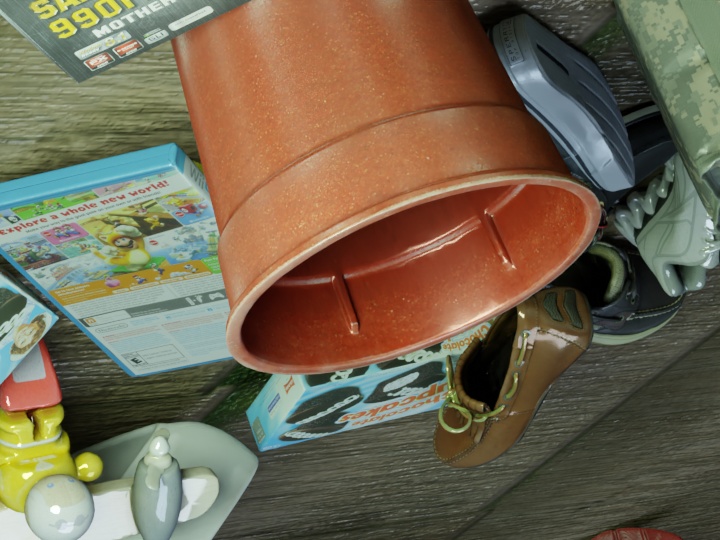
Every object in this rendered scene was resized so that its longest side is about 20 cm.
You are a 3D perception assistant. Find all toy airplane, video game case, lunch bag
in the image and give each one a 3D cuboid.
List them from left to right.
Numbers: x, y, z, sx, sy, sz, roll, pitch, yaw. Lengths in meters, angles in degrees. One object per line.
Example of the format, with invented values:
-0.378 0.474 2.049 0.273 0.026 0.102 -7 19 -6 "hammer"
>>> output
-0.213 0.160 1.598 0.200 0.199 0.141 -53 -156 -12 "toy airplane"
-0.123 -0.002 1.453 0.143 0.018 0.200 -11 145 23 "video game case"
0.260 -0.140 1.407 0.200 0.164 0.118 -23 155 5 "lunch bag"

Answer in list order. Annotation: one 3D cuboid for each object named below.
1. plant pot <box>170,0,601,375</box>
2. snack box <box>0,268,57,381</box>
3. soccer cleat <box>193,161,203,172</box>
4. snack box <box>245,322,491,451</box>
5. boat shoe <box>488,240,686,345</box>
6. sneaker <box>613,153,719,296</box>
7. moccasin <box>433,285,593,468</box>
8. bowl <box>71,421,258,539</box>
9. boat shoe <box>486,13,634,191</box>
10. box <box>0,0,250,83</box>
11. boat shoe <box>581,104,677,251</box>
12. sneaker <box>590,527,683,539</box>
-0.005 -0.078 1.270 0.200 0.196 0.201 -18 158 -8 "plant pot"
-0.278 0.078 1.474 0.200 0.037 0.116 -49 158 -2 "snack box"
-0.095 -0.023 1.528 0.084 0.065 0.200 -46 162 -21 "soccer cleat"
0.024 0.077 1.832 0.200 0.037 0.116 -12 159 -25 "snack box"
0.173 0.012 1.812 0.200 0.073 0.065 -3 157 -38 "boat shoe"
0.244 -0.053 1.718 0.075 0.081 0.200 -12 155 -18 "sneaker"
0.094 0.080 1.761 0.078 0.074 0.201 3 152 -22 "moccasin"
-0.186 0.188 1.783 0.200 0.075 0.200 -21 -156 48 "bowl"
0.109 -0.099 1.517 0.071 0.072 0.200 -20 150 21 "boat shoe"
-0.085 -0.177 1.153 0.200 0.048 0.158 -25 156 9 "box"
0.140 -0.038 1.662 0.201 0.063 0.074 -35 154 6 "boat shoe"
0.259 0.329 2.667 0.200 0.079 0.116 -10 167 3 "sneaker"
